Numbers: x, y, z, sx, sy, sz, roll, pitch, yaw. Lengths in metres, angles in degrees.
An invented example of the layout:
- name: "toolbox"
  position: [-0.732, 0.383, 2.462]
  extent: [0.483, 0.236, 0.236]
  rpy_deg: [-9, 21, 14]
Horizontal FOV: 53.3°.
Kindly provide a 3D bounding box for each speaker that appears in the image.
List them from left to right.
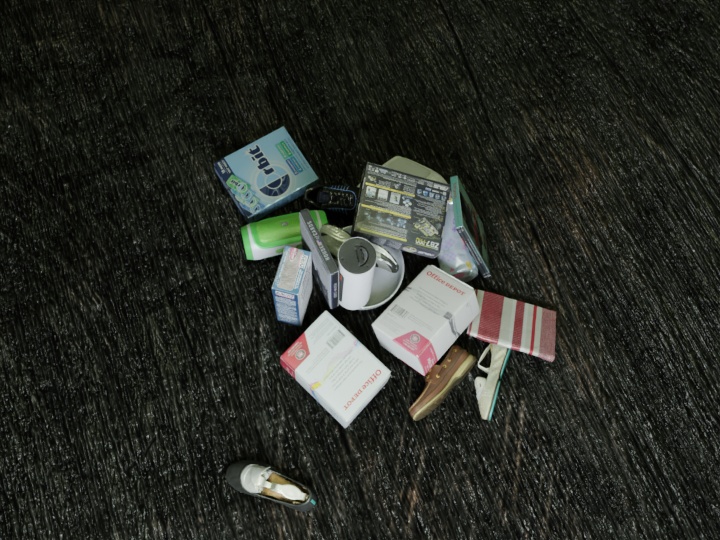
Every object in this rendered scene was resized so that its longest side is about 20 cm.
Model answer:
- name: "speaker"
  position: [-0.172, -0.082, 1.651]
  extent: [0.196, 0.089, 0.090]
  rpy_deg: [-13, 69, -9]
- name: "speaker"
  position: [-0.011, 0.009, 1.490]
  extent: [0.079, 0.201, 0.083]
  rpy_deg: [1, 67, -3]

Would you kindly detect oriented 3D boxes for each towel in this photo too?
- name: "towel"
  position: [0.341, 0.122, 1.609]
  extent: [0.196, 0.023, 0.145]
  rpy_deg: [16, 44, 4]

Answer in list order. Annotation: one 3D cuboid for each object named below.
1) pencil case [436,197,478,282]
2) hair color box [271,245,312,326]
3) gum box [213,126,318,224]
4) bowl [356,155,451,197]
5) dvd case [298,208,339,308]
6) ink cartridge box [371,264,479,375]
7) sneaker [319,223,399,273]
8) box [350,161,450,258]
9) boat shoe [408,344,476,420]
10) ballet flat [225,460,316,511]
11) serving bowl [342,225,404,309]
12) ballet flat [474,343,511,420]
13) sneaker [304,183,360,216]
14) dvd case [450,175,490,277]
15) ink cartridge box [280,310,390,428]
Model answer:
- name: "pencil case"
  position: [0.215, -0.070, 1.671]
  extent: [0.089, 0.083, 0.204]
  rpy_deg: [-19, 67, 24]
- name: "hair color box"
  position: [-0.144, 0.037, 1.542]
  extent: [0.059, 0.201, 0.102]
  rpy_deg: [14, 67, 2]
- name: "gum box"
  position: [-0.226, -0.230, 1.728]
  extent: [0.198, 0.045, 0.171]
  rpy_deg: [-31, 73, -16]
- name: "bowl"
  position: [0.090, -0.186, 1.667]
  extent: [0.199, 0.075, 0.199]
  rpy_deg: [-37, 47, -20]
- name: "dvd case"
  position: [-0.085, -0.020, 1.498]
  extent: [0.024, 0.201, 0.152]
  rpy_deg: [-23, 71, -12]
- name: "ink cartridge box"
  position: [0.146, 0.105, 1.570]
  extent: [0.146, 0.083, 0.200]
  rpy_deg: [31, 67, 38]
- name: "sneaker"
  position: [-0.008, -0.031, 1.584]
  extent: [0.197, 0.074, 0.081]
  rpy_deg: [21, 77, 12]
- name: "box"
  position: [0.089, -0.130, 1.555]
  extent: [0.196, 0.049, 0.164]
  rpy_deg: [13, 72, -9]
- name: "boat shoe"
  position: [0.167, 0.241, 1.554]
  extent: [0.067, 0.072, 0.200]
  rpy_deg: [40, 65, 18]
- name: "ballet flat"
  position: [-0.181, 0.430, 1.452]
  extent: [0.196, 0.069, 0.069]
  rpy_deg: [17, 68, 3]
- name: "serving bowl"
  position: [0.000, 0.000, 1.639]
  extent: [0.196, 0.066, 0.204]
  rpy_deg: [1, 68, -4]
- name: "ballet flat"
  position: [0.281, 0.233, 1.571]
  extent: [0.061, 0.068, 0.202]
  rpy_deg: [16, 58, 14]
- name: "sneaker"
  position: [-0.047, -0.160, 1.643]
  extent: [0.077, 0.198, 0.072]
  rpy_deg: [-4, 100, -44]
- name: "dvd case"
  position: [0.249, -0.097, 1.618]
  extent: [0.022, 0.201, 0.148]
  rpy_deg: [-15, 51, 19]
- name: "ink cartridge box"
  position: [-0.054, 0.213, 1.540]
  extent: [0.200, 0.083, 0.146]
  rpy_deg: [42, 71, 13]
